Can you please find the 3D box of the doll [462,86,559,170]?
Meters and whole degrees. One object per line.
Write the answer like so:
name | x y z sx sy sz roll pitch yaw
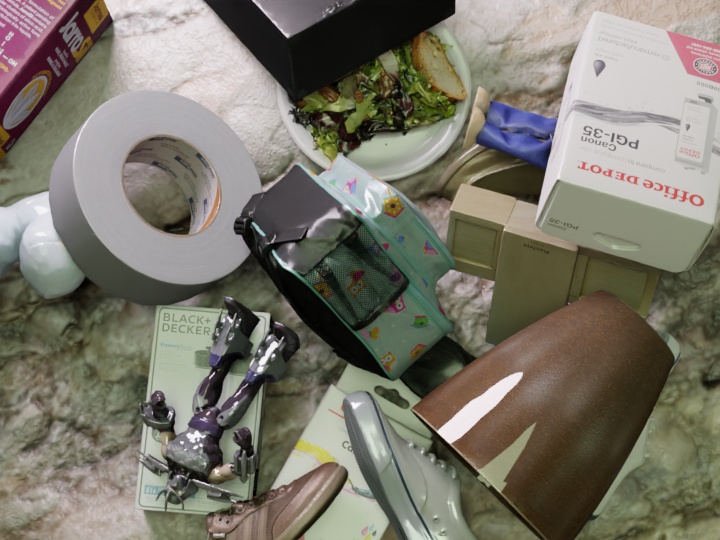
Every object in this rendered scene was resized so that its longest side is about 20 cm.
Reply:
doll | 0.199 -0.114 1.349 0.200 0.049 0.137 15 38 2

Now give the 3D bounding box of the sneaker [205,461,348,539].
sneaker | -0.100 0.235 1.308 0.200 0.070 0.076 -45 82 -6

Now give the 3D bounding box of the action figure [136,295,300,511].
action figure | -0.137 0.131 1.327 0.130 0.069 0.200 23 75 16

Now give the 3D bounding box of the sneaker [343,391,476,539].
sneaker | 0.051 0.194 1.312 0.071 0.073 0.200 -28 94 -15

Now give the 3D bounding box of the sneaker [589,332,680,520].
sneaker | 0.253 0.152 1.397 0.071 0.073 0.200 41 81 -19

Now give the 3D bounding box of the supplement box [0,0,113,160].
supplement box | -0.352 -0.220 1.420 0.103 0.131 0.200 36 83 4

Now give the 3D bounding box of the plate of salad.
plate of salad | 0.014 -0.190 1.456 0.200 0.048 0.201 0 81 0

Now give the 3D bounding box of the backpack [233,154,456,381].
backpack | 0.000 0.000 1.346 0.153 0.176 0.200 -38 118 -9

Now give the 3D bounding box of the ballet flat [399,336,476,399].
ballet flat | 0.107 0.118 1.411 0.200 0.057 0.067 32 89 11

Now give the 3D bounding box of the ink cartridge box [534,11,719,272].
ink cartridge box | 0.251 -0.116 1.279 0.146 0.083 0.200 16 59 1

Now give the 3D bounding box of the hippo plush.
hippo plush | -0.346 -0.012 1.400 0.160 0.160 0.200 -4 37 -18

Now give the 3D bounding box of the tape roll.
tape roll | -0.194 -0.070 1.377 0.200 0.066 0.201 14 63 -29

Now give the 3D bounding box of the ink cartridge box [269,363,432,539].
ink cartridge box | -0.008 0.190 1.382 0.116 0.068 0.200 28 82 4

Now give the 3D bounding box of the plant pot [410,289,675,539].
plant pot | 0.180 0.119 1.288 0.187 0.187 0.200 44 86 7

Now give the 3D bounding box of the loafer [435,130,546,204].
loafer | 0.173 -0.105 1.428 0.200 0.076 0.068 -22 75 -4

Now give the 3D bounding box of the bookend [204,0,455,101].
bookend | -0.042 -0.302 1.440 0.199 0.092 0.200 -32 60 -18

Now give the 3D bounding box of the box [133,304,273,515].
box | -0.152 0.137 1.395 0.116 0.060 0.201 6 80 1

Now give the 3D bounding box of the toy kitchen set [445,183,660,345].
toy kitchen set | 0.200 -0.030 1.416 0.200 0.163 0.181 16 48 11
